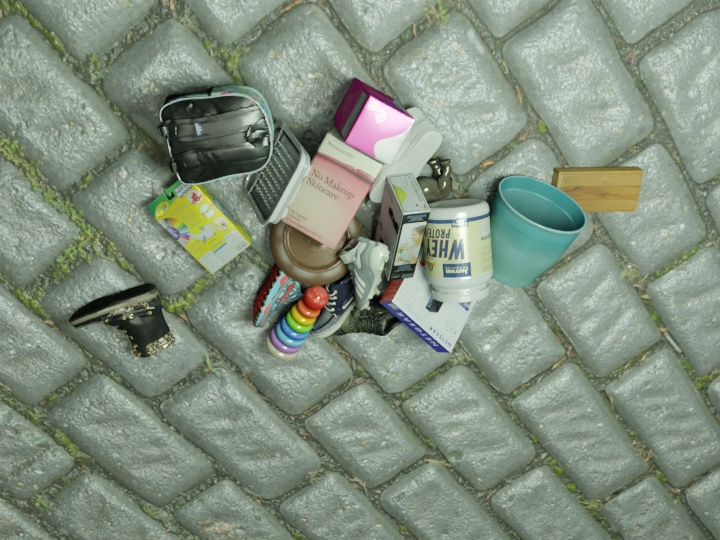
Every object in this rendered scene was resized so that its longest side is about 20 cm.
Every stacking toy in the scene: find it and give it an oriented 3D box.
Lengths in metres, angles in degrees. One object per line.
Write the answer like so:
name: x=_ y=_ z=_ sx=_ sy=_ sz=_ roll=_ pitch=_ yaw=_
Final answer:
stacking toy: x=-0.135 y=0.110 z=1.560 sx=0.085 sy=0.085 sz=0.200 roll=23 pitch=125 yaw=-18

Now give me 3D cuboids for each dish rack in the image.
dish rack: x=-0.162 y=-0.190 z=1.382 sx=0.043 sy=0.200 sz=0.172 roll=20 pitch=111 yaw=-32

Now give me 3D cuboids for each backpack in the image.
backpack: x=-0.266 y=-0.267 z=1.348 sx=0.200 sy=0.151 sz=0.178 roll=-8 pitch=117 yaw=5

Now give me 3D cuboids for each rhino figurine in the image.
rhino figurine: x=0.105 y=-0.173 z=1.503 sx=0.200 sy=0.060 sz=0.088 roll=-17 pitch=114 yaw=1

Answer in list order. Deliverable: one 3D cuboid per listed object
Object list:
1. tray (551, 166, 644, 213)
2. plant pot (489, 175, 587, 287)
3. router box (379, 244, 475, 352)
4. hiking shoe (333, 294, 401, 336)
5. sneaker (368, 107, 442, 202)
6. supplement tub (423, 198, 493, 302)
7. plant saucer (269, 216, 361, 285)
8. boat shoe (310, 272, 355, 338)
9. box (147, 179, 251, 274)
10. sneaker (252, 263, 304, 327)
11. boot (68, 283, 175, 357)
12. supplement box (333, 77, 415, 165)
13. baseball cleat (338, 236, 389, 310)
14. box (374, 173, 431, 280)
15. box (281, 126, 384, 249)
tray: x=0.531 y=-0.181 z=1.579 sx=0.199 sy=0.037 sz=0.099 roll=-2 pitch=115 yaw=-7
plant pot: x=0.356 y=-0.072 z=1.524 sx=0.200 sy=0.200 sz=0.188 roll=11 pitch=127 yaw=-14
router box: x=0.162 y=0.057 z=1.572 sx=0.200 sy=0.049 sz=0.180 roll=41 pitch=64 yaw=-24
hiking shoe: x=0.024 y=0.110 z=1.601 sx=0.200 sy=0.101 sz=0.076 roll=-19 pitch=118 yaw=1
sneaker: x=0.076 y=-0.241 z=1.448 sx=0.074 sy=0.116 sz=0.200 roll=19 pitch=124 yaw=-43
supplement tub: x=0.206 y=-0.044 z=1.484 sx=0.145 sy=0.145 sz=0.200 roll=-7 pitch=103 yaw=-5
plant saucer: x=-0.094 y=-0.068 z=1.492 sx=0.200 sy=0.037 sz=0.201 roll=0 pitch=90 yaw=-7
boat shoe: x=-0.059 y=0.061 z=1.569 sx=0.200 sy=0.075 sz=0.093 roll=-48 pitch=137 yaw=5
box: x=-0.339 y=-0.100 z=1.476 sx=0.117 sy=0.048 sz=0.200 roll=-36 pitch=118 yaw=9
sneaker: x=-0.170 y=0.055 z=1.558 sx=0.095 sy=0.079 sz=0.200 roll=25 pitch=109 yaw=-21
boot: x=-0.519 y=0.125 z=1.543 sx=0.200 sy=0.073 sz=0.151 roll=-21 pitch=117 yaw=-5
supplement box: x=0.022 y=-0.291 z=1.354 sx=0.101 sy=0.200 sz=0.103 roll=24 pitch=110 yaw=-19
baseball cleat: x=0.000 y=0.000 z=1.483 sx=0.106 sy=0.070 sz=0.200 roll=26 pitch=135 yaw=7
box: x=0.083 y=-0.088 z=1.449 sx=0.060 sy=0.117 sz=0.200 roll=-7 pitch=141 yaw=-15
box: x=-0.053 y=-0.165 z=1.392 sx=0.128 sy=0.109 sz=0.200 roll=29 pitch=109 yaw=-5
